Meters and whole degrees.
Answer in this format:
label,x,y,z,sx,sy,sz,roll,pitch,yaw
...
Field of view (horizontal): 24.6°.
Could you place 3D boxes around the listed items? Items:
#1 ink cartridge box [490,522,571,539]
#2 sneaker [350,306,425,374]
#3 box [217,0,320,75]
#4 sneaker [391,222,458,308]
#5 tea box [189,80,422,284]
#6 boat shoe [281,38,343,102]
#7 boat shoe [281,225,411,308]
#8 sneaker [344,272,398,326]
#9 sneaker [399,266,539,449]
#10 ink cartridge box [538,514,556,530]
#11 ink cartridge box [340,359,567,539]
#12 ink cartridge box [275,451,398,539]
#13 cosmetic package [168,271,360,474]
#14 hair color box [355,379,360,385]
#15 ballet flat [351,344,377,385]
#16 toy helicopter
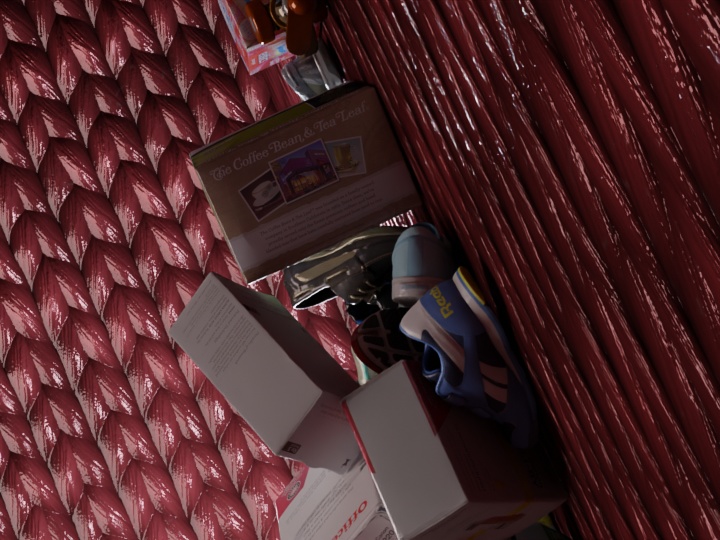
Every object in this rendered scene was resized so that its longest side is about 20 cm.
label,x,y,z,sx,sy,sz,roll,pitch,yaw
ink cartridge box,0.110,0.307,1.647,0.199,0.147,0.083,29,-159,-30
sneaker,0.048,0.089,1.610,0.199,0.085,0.078,13,-124,-53
box,-0.108,-0.302,1.898,0.200,0.094,0.103,136,109,-87
sneaker,0.070,-0.003,1.601,0.200,0.073,0.083,56,-142,-82
tea box,-0.062,-0.097,1.719,0.197,0.199,0.135,-128,14,-80
boat shoe,-0.054,-0.212,1.963,0.202,0.064,0.075,78,167,-78
boat shoe,0.000,0.000,1.736,0.074,0.199,0.074,3,-103,-47
sneaker,0.031,0.018,1.834,0.200,0.111,0.074,-143,29,-83
sneaker,0.100,0.089,1.469,0.201,0.082,0.074,61,179,-32
ink cartridge box,0.162,0.278,1.850,0.145,0.087,0.202,86,161,-83
ink cartridge box,0.090,0.168,1.524,0.199,0.083,0.146,12,-133,-57
ink cartridge box,-0.004,0.243,1.588,0.084,0.146,0.200,33,-163,-18
cosmetic package,-0.080,0.098,1.575,0.200,0.081,0.113,42,-169,36
hair color box,0.017,0.226,1.777,0.201,0.060,0.099,65,-159,-6
ballet flat,0.049,0.094,1.785,0.199,0.067,0.063,-5,-89,-57
toy helicopter,-0.082,-0.302,1.654,0.133,0.078,0.201,-120,10,-54
